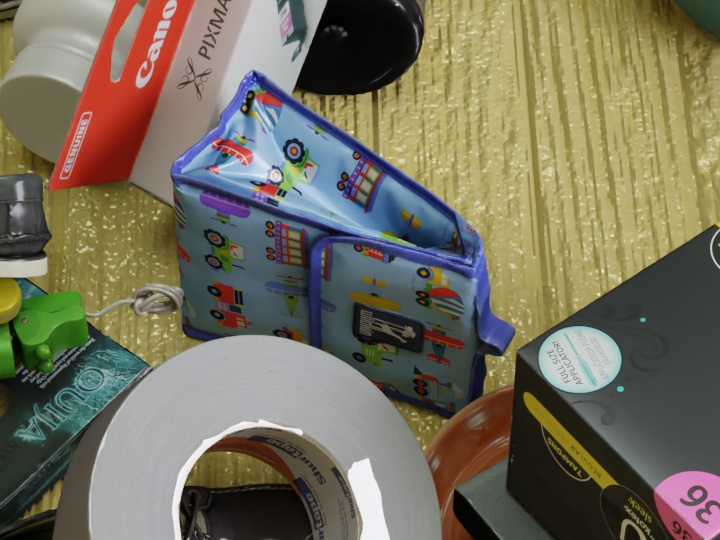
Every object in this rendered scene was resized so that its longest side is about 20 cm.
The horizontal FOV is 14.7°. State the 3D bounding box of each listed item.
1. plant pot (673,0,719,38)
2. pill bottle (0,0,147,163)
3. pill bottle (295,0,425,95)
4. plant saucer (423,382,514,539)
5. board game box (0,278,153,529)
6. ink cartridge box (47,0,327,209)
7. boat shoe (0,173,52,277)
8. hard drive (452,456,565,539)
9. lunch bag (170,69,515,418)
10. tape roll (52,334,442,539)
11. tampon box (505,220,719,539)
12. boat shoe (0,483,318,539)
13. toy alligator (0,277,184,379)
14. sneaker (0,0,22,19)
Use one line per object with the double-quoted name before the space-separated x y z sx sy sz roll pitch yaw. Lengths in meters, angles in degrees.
"plant pot" 0.262 -0.220 1.780 0.199 0.135 0.201 0 52 0
"pill bottle" -0.150 -0.163 1.746 0.111 0.111 0.200 16 54 12
"pill bottle" -0.011 -0.220 1.792 0.111 0.112 0.201 3 52 2
"plant saucer" 0.124 0.147 1.556 0.199 0.032 0.201 1 51 -1
"board game box" -0.233 0.090 1.599 0.135 0.028 0.200 33 58 23
"ink cartridge box" -0.088 -0.132 1.627 0.043 0.201 0.173 29 18 21
"boat shoe" -0.247 -0.040 1.632 0.073 0.063 0.201 -5 11 -39
"hard drive" 0.170 0.128 1.531 0.200 0.033 0.140 -28 58 -21
"lunch bag" 0.000 0.000 1.594 0.199 0.151 0.094 25 56 18
"tape roll" -0.059 0.139 1.481 0.199 0.066 0.201 7 71 -22
"tampon box" 0.199 0.076 1.470 0.200 0.127 0.150 -32 58 -23
"boat shoe" -0.109 0.153 1.527 0.199 0.065 0.073 -14 53 -12
"toy alligator" -0.198 0.039 1.583 0.199 0.059 0.054 -4 51 -4
"sneaker" -0.249 -0.208 1.802 0.199 0.080 0.079 -21 54 -18
